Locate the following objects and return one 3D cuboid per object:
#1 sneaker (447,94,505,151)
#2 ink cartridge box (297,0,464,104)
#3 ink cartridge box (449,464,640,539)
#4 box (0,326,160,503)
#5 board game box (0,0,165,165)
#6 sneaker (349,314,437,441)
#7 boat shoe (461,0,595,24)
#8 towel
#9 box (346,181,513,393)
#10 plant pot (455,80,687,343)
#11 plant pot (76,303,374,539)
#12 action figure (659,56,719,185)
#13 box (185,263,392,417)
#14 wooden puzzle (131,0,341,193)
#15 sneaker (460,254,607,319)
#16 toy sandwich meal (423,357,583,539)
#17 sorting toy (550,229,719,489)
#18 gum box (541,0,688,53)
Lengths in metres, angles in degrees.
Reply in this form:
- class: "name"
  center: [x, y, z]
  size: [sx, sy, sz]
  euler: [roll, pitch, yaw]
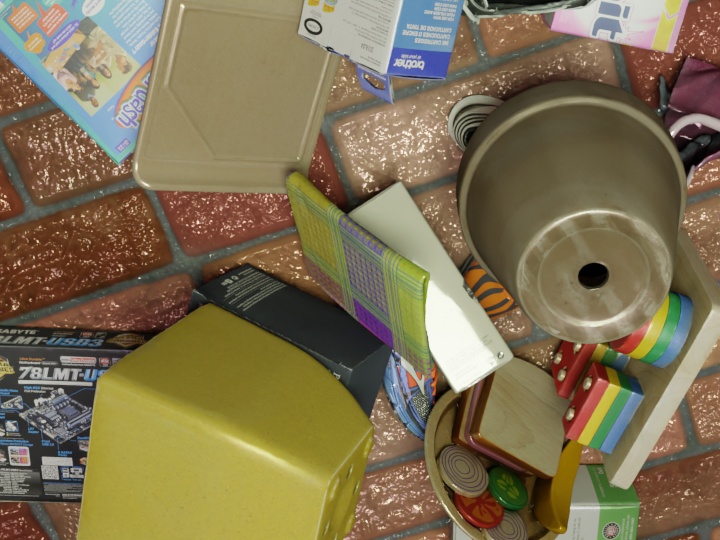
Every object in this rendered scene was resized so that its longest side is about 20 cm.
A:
- class: "sneaker"
  center: [0.181, -0.102, 1.024]
  size: [0.200, 0.115, 0.076]
  euler: [13, 114, -6]
- class: "ink cartridge box"
  center: [0.022, -0.246, 0.935]
  size: [0.076, 0.136, 0.200]
  euler: [-1, 115, -38]
- class: "ink cartridge box"
  center: [0.198, 0.296, 1.223]
  size: [0.200, 0.084, 0.146]
  euler: [0, 114, 0]
- class: "box"
  center: [-0.310, 0.158, 1.182]
  size: [0.200, 0.050, 0.199]
  euler: [1, 114, 0]
- class: "board game box"
  center: [-0.241, -0.220, 1.011]
  size: [0.152, 0.045, 0.200]
  euler: [-39, 109, 15]
- class: "sneaker"
  center: [0.056, 0.096, 1.140]
  size: [0.078, 0.075, 0.200]
  euler: [-23, 114, 7]
- class: "boat shoe"
  center: [0.106, -0.248, 0.947]
  size: [0.199, 0.068, 0.074]
  euler: [14, 115, 24]
- class: "towel"
  center: [0.000, 0.000, 1.024]
  size: [0.023, 0.200, 0.144]
  euler: [-33, 140, -22]
- class: "box"
  center: [0.064, 0.016, 1.060]
  size: [0.068, 0.082, 0.200]
  euler: [-32, 92, 0]
- class: "plant pot"
  center: [0.179, -0.035, 0.895]
  size: [0.200, 0.174, 0.200]
  euler: [1, 117, 2]
- class: "plant pot"
  center: [-0.104, 0.172, 0.958]
  size: [0.200, 0.195, 0.194]
  euler: [18, 112, 16]
- class: "action figure"
  center: [0.373, -0.140, 0.997]
  size: [0.200, 0.149, 0.134]
  euler: [5, 109, 13]
- class: "box"
  center: [-0.088, 0.127, 1.101]
  size: [0.182, 0.104, 0.200]
  euler: [26, 115, 19]
- class: "wooden puzzle"
  center: [-0.110, -0.169, 1.004]
  size: [0.185, 0.037, 0.200]
  euler: [-1, 117, -35]
- class: "sneaker"
  center: [0.175, 0.000, 1.072]
  size: [0.200, 0.112, 0.078]
  euler: [-38, 109, 17]
- class: "toy sandwich meal"
  center: [0.155, 0.187, 1.117]
  size: [0.205, 0.205, 0.070]
  euler: [33, 139, -14]
- class: "sorting toy"
  center: [0.256, 0.068, 1.057]
  size: [0.070, 0.200, 0.199]
  euler: [21, 113, -5]
- class: "gum box"
  center: [0.241, -0.303, 0.959]
  size: [0.113, 0.066, 0.200]
  euler: [10, 115, -3]
